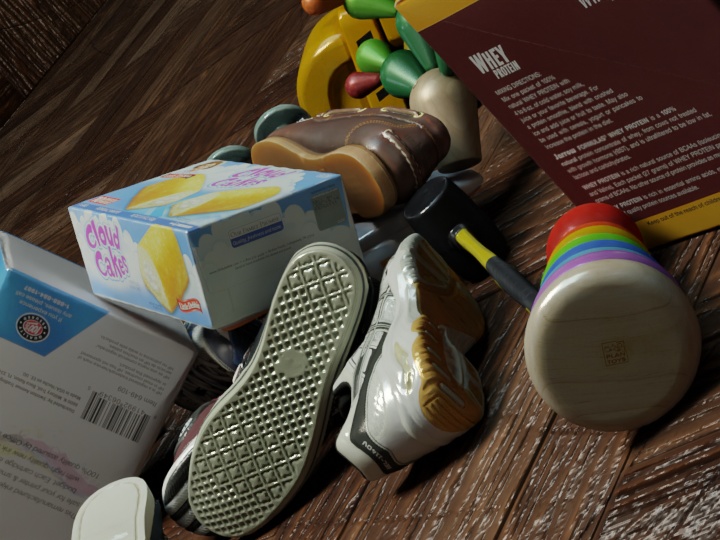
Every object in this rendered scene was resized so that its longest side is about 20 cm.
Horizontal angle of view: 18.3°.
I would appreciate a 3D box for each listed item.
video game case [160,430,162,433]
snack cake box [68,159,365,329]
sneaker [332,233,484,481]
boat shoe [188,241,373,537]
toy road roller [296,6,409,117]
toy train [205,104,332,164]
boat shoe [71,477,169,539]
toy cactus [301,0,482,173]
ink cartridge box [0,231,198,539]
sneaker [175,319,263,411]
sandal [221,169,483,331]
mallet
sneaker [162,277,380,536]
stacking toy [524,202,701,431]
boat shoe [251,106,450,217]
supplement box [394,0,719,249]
[{"bbox_3d":[-0.267,0.100,1.678,0.143,0.200,0.018,-44,15,-1],"label":"video game case"},{"bbox_3d":[-0.097,-0.021,1.460,0.115,0.068,0.200,-22,16,-25],"label":"snack cake box"},{"bbox_3d":[0.020,0.048,1.310,0.088,0.076,0.200,-39,16,19],"label":"sneaker"},{"bbox_3d":[-0.045,0.073,1.366,0.201,0.074,0.062,-67,-11,14],"label":"boat shoe"},{"bbox_3d":[0.008,-0.197,1.760,0.145,0.201,0.123,-18,22,11],"label":"toy road roller"},{"bbox_3d":[-0.072,-0.041,1.711,0.200,0.114,0.085,-38,44,14],"label":"toy train"},{"bbox_3d":[-0.147,0.207,1.345,0.075,0.062,0.200,-25,28,11],"label":"boat shoe"},{"bbox_3d":[0.040,-0.148,1.501,0.102,0.166,0.200,-7,-15,-33],"label":"toy cactus"},{"bbox_3d":[-0.228,0.102,1.569,0.201,0.146,0.146,-63,15,5],"label":"ink cartridge box"},{"bbox_3d":[-0.099,0.069,1.602,0.085,0.077,0.200,-55,8,-3],"label":"sneaker"},{"bbox_3d":[-0.002,-0.001,1.515,0.206,0.059,0.079,-31,15,-3],"label":"sandal"},{"bbox_3d":[0.086,0.002,1.352,0.041,0.066,0.200,-45,30,2],"label":"mallet"},{"bbox_3d":[-0.062,0.077,1.456,0.200,0.076,0.115,-46,12,-4],"label":"sneaker"},{"bbox_3d":[0.127,0.010,1.150,0.085,0.085,0.200,-40,10,15],"label":"stacking toy"},{"bbox_3d":[-0.006,-0.074,1.507,0.070,0.071,0.200,-40,22,-20],"label":"boat shoe"},{"bbox_3d":[0.166,-0.141,1.190,0.197,0.200,0.133,-21,28,56],"label":"supplement box"}]
